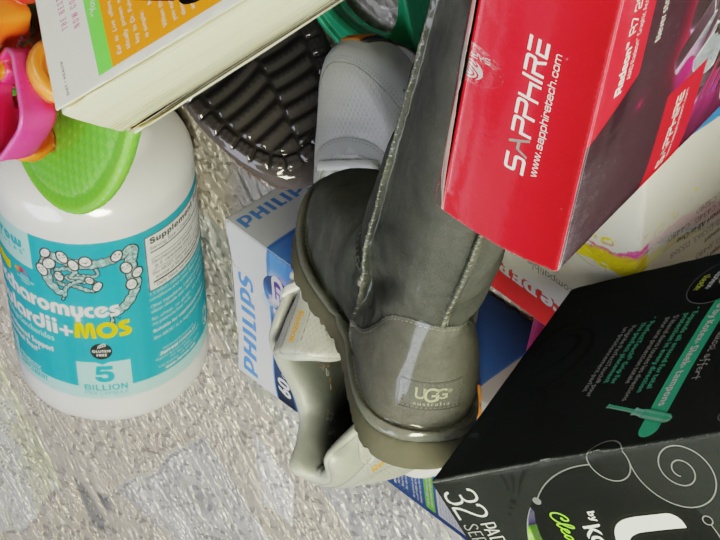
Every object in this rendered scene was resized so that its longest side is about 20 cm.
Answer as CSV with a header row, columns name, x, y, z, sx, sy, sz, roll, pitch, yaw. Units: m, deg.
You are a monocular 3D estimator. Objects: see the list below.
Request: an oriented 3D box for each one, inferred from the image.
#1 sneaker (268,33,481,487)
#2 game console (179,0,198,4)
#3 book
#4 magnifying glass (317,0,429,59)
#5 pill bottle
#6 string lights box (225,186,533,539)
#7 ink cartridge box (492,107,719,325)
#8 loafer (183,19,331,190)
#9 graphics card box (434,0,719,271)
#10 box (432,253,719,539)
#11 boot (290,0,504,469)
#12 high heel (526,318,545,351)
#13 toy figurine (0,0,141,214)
name,x,y,z,sx,sy,sz,roll,pitch,yaw
sneaker,0.000,0.000,1.013,0.075,0.092,0.202,2,102,45
game console,-0.089,-0.213,0.864,0.119,0.171,0.202,124,140,-57
book,-0.047,-0.160,0.916,0.199,0.048,0.135,-28,66,29
magnifying glass,0.025,-0.084,1.043,0.079,0.022,0.201,-15,103,60
pill bottle,-0.141,-0.023,1.260,0.111,0.110,0.201,36,144,34
string lights box,0.021,0.046,1.132,0.200,0.059,0.103,35,143,35
ink cartridge box,0.090,-0.040,0.934,0.116,0.067,0.201,37,145,33
loafer,-0.065,-0.112,1.115,0.200,0.073,0.071,54,177,26
graphics card box,0.105,-0.104,0.712,0.051,0.200,0.126,32,143,20
box,0.157,0.080,0.824,0.199,0.124,0.149,-14,116,43
boot,0.027,-0.052,0.868,0.182,0.072,0.201,-115,25,-50
high heel,0.064,0.109,1.001,0.096,0.201,0.067,32,177,29
toy figurine,-0.220,-0.117,1.080,0.150,0.183,0.201,-44,59,50
